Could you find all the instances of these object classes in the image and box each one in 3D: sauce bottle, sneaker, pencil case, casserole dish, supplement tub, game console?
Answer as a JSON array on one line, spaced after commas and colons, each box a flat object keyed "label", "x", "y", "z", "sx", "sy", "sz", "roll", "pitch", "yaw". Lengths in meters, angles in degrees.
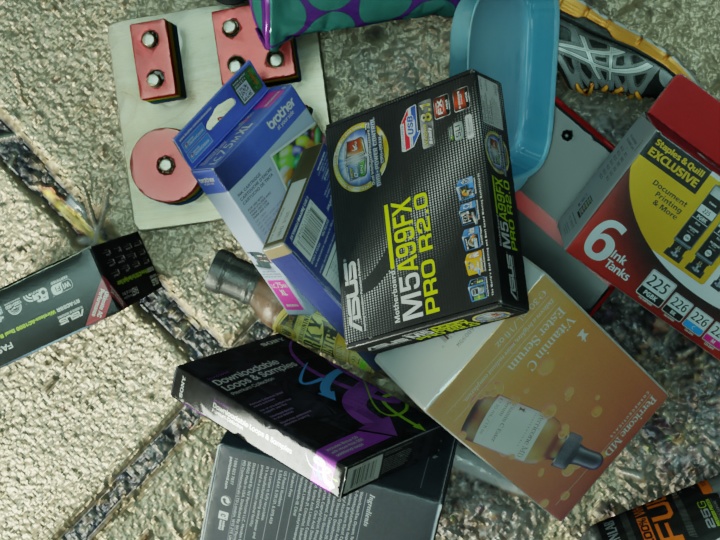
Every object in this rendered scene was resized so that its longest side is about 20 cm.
[{"label": "sauce bottle", "x": -0.047, "y": 0.037, "z": 1.404, "sx": 0.198, "sy": 0.065, "sz": 0.065, "roll": 22, "pitch": 93, "yaw": 7}, {"label": "sneaker", "x": 0.221, "y": -0.189, "z": 1.372, "sx": 0.199, "sy": 0.078, "sz": 0.078, "roll": 30, "pitch": 100, "yaw": 12}, {"label": "pencil case", "x": -0.004, "y": -0.252, "z": 1.346, "sx": 0.198, "sy": 0.093, "sz": 0.085, "roll": -13, "pitch": 49, "yaw": -18}, {"label": "casserole dish", "x": 0.121, "y": -0.166, "z": 1.324, "sx": 0.039, "sy": 0.121, "sz": 0.202, "roll": 20, "pitch": 118, "yaw": 42}, {"label": "supplement tub", "x": 0.279, "y": 0.263, "z": 1.344, "sx": 0.199, "sy": 0.123, "sz": 0.123, "roll": -23, "pitch": 89, "yaw": 5}, {"label": "game console", "x": 0.166, "y": -0.057, "z": 1.401, "sx": 0.200, "sy": 0.031, "sz": 0.177, "roll": 40, "pitch": 100, "yaw": 5}]

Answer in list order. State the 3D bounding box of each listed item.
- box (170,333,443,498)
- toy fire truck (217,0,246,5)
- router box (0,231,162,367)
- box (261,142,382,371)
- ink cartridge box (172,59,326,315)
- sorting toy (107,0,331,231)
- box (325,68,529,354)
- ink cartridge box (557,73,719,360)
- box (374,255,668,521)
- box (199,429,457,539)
[{"label": "box", "x": -0.047, "y": 0.121, "z": 1.318, "sx": 0.199, "sy": 0.142, "sz": 0.036, "roll": 25, "pitch": 114, "yaw": 31}, {"label": "toy fire truck", "x": -0.137, "y": -0.373, "z": 1.380, "sx": 0.176, "sy": 0.129, "sz": 0.200, "roll": -43, "pitch": 64, "yaw": -15}, {"label": "router box", "x": -0.272, "y": 0.029, "z": 1.356, "sx": 0.149, "sy": 0.200, "sz": 0.063, "roll": -24, "pitch": 93, "yaw": 6}, {"label": "box", "x": 0.000, "y": 0.000, "z": 1.330, "sx": 0.032, "sy": 0.122, "sz": 0.200, "roll": -17, "pitch": 129, "yaw": 37}, {"label": "ink cartridge box", "x": -0.069, "y": -0.073, "z": 1.335, "sx": 0.119, "sy": 0.042, "sz": 0.201, "roll": -49, "pitch": 118, "yaw": -30}, {"label": "sorting toy", "x": -0.131, "y": -0.149, "z": 1.406, "sx": 0.198, "sy": 0.070, "sz": 0.201, "roll": -8, "pitch": 90, "yaw": 6}, {"label": "box", "x": 0.052, "y": -0.046, "z": 1.254, "sx": 0.159, "sy": 0.044, "sz": 0.202, "roll": -16, "pitch": 71, "yaw": 35}, {"label": "ink cartridge box", "x": 0.303, "y": -0.042, "z": 1.321, "sx": 0.199, "sy": 0.084, "sz": 0.176, "roll": 33, "pitch": 106, "yaw": -8}, {"label": "box", "x": 0.141, "y": 0.092, "z": 1.312, "sx": 0.153, "sy": 0.106, "sz": 0.200, "roll": -50, "pitch": 123, "yaw": 1}, {"label": "box", "x": -0.024, "y": 0.192, "z": 1.350, "sx": 0.198, "sy": 0.149, "sz": 0.108, "roll": 14, "pitch": 111, "yaw": 6}]
